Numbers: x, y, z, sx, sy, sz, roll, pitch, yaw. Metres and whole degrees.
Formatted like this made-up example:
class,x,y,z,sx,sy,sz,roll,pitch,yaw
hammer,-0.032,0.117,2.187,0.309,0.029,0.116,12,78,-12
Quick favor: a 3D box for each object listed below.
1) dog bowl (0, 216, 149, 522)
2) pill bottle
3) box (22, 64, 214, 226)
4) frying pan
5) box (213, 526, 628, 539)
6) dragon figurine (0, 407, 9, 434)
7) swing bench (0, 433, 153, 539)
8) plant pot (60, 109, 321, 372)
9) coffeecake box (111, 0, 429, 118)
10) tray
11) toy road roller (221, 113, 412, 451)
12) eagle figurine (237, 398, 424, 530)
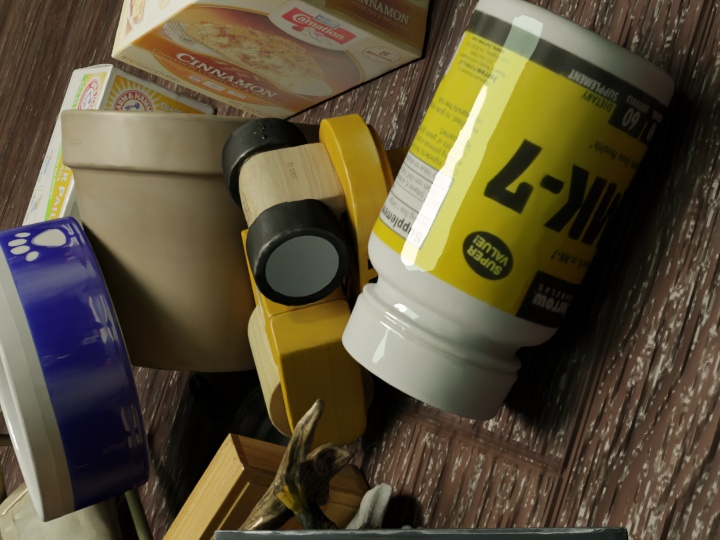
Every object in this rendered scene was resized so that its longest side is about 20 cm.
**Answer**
class,x,y,z,sx,sy,sz,roll,pitch,yaw
dog bowl,-0.215,0.067,0.911,0.200,0.078,0.203,163,90,-71
pill bottle,0.073,-0.032,0.686,0.114,0.113,0.202,40,108,57
box,-0.226,-0.072,1.174,0.101,0.112,0.203,9,79,58
frying pan,-0.085,0.135,0.919,0.189,0.031,0.117,-5,69,60
box,0.026,0.199,0.581,0.197,0.046,0.161,-3,65,10
dragon figurine,-0.289,0.137,1.208,0.100,0.058,0.200,-63,31,11
swing bench,-0.247,0.249,1.014,0.199,0.128,0.202,57,134,52
plant pot,-0.118,-0.022,0.929,0.199,0.198,0.176,9,96,58
coffeecake box,-0.067,-0.188,0.950,0.199,0.152,0.074,-14,62,54
tray,-0.085,0.199,0.818,0.201,0.098,0.037,-57,35,21
toy road roller,0.000,0.000,0.805,0.124,0.144,0.202,-112,14,-50
eagle figurine,0.003,0.197,0.688,0.200,0.150,0.152,46,160,22
